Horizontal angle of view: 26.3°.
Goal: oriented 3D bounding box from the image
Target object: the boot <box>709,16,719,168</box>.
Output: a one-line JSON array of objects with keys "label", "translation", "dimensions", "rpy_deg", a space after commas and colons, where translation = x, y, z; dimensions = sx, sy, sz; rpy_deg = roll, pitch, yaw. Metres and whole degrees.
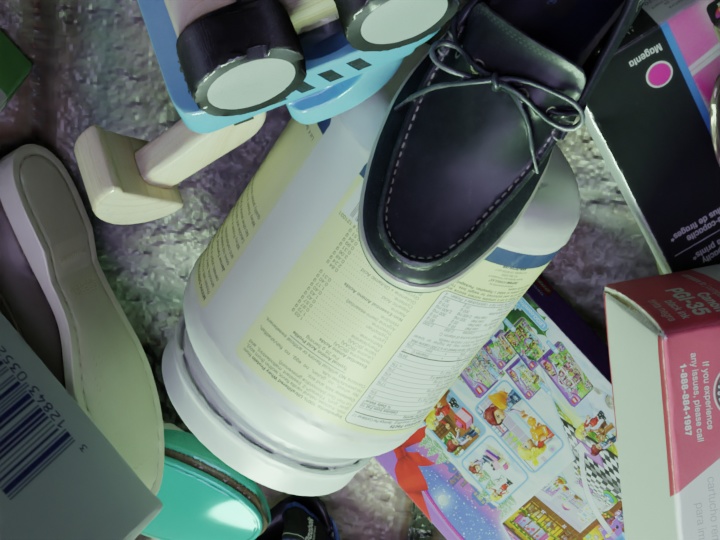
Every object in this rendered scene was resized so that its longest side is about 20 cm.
[{"label": "boot", "translation": [0.223, -0.077, 0.675], "dimensions": [0.145, 0.070, 0.201], "rpy_deg": [-32, 129, -7]}]

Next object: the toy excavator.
[{"label": "toy excavator", "translation": [-0.049, -0.091, 0.668], "dimensions": [0.193, 0.200, 0.101], "rpy_deg": [-22, 71, 1]}]

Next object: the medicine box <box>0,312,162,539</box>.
[{"label": "medicine box", "translation": [-0.236, 0.119, 0.794], "dimensions": [0.183, 0.103, 0.200], "rpy_deg": [50, 126, -3]}]

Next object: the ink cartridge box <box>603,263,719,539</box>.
[{"label": "ink cartridge box", "translation": [0.223, 0.067, 0.717], "dimensions": [0.198, 0.083, 0.148], "rpy_deg": [-10, 104, -8]}]

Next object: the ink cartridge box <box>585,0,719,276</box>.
[{"label": "ink cartridge box", "translation": [0.172, -0.046, 0.726], "dimensions": [0.094, 0.037, 0.201], "rpy_deg": [-31, 125, 5]}]

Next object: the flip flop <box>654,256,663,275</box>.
[{"label": "flip flop", "translation": [0.164, -0.045, 0.776], "dimensions": [0.080, 0.058, 0.201], "rpy_deg": [-16, 115, 15]}]

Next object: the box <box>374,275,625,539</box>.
[{"label": "box", "translation": [0.112, 0.118, 0.839], "dimensions": [0.200, 0.039, 0.137], "rpy_deg": [48, 115, 7]}]

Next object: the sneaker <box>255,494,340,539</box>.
[{"label": "sneaker", "translation": [-0.018, 0.200, 0.909], "dimensions": [0.197, 0.081, 0.116], "rpy_deg": [14, 126, 1]}]

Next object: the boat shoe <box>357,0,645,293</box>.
[{"label": "boat shoe", "translation": [0.062, -0.082, 0.636], "dimensions": [0.074, 0.062, 0.201], "rpy_deg": [34, 91, 5]}]

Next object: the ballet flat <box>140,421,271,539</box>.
[{"label": "ballet flat", "translation": [-0.146, 0.108, 0.887], "dimensions": [0.198, 0.071, 0.068], "rpy_deg": [8, 122, -1]}]

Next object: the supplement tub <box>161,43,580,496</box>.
[{"label": "supplement tub", "translation": [0.000, 0.000, 0.770], "dimensions": [0.144, 0.145, 0.201], "rpy_deg": [31, 117, -10]}]

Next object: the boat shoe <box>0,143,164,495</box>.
[{"label": "boat shoe", "translation": [-0.164, 0.036, 0.829], "dimensions": [0.059, 0.072, 0.202], "rpy_deg": [-19, 93, 25]}]

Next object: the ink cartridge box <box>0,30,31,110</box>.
[{"label": "ink cartridge box", "translation": [-0.260, -0.050, 0.744], "dimensions": [0.146, 0.201, 0.084], "rpy_deg": [-36, 108, 22]}]
